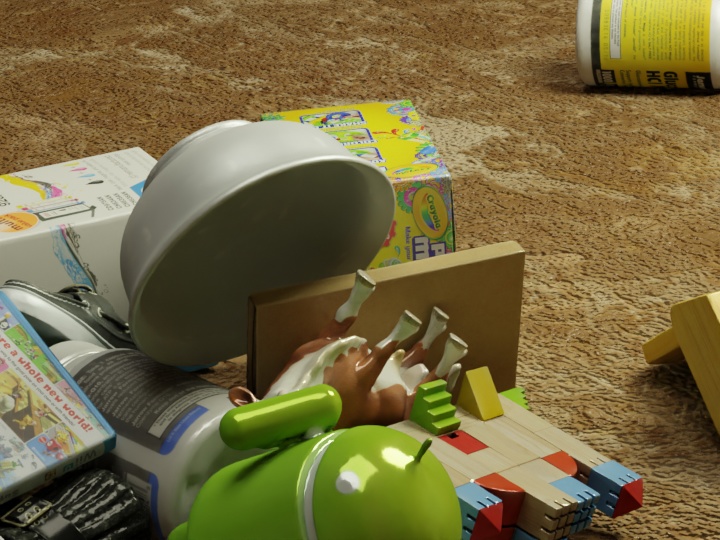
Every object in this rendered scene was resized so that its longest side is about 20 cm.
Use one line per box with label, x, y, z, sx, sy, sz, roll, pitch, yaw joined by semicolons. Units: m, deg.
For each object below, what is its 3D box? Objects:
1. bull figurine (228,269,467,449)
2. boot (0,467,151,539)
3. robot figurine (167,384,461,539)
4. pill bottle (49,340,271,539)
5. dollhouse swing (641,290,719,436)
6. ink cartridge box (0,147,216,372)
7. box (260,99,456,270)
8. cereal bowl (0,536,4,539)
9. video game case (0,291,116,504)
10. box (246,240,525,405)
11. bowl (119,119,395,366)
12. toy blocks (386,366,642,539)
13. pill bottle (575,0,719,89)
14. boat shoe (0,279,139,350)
bull figurine;-0.003;0.071;1.618;0.065;0.122;0.200;44;9;24
boot;-0.188;0.190;1.538;0.157;0.080;0.211;-17;25;-33
robot figurine;-0.023;0.159;1.492;0.199;0.176;0.115;-19;-7;39
pill bottle;-0.143;0.118;1.673;0.113;0.114;0.200;-20;27;-37
dollhouse swing;0.327;0.082;1.807;0.199;0.176;0.182;-11;64;-21
ink cartridge box;-0.233;0.007;1.930;0.199;0.145;0.147;-13;24;-22
box;0.000;0.000;1.837;0.121;0.201;0.193;-6;20;-6
cereal bowl;-0.264;0.234;1.388;0.199;0.084;0.201;-14;40;12
video game case;-0.276;0.101;1.586;0.199;0.018;0.143;-25;57;-29
box;0.017;0.068;1.711;0.199;0.164;0.021;-11;35;-19
bowl;-0.083;-0.034;1.645;0.200;0.202;0.091;-17;58;-31
toy blocks;0.091;0.144;1.616;0.136;0.100;0.200;30;26;32
pill bottle;0.325;-0.242;2.543;0.199;0.113;0.112;3;22;16
boat shoe;-0.203;0.043;1.801;0.068;0.057;0.200;-1;-22;29
